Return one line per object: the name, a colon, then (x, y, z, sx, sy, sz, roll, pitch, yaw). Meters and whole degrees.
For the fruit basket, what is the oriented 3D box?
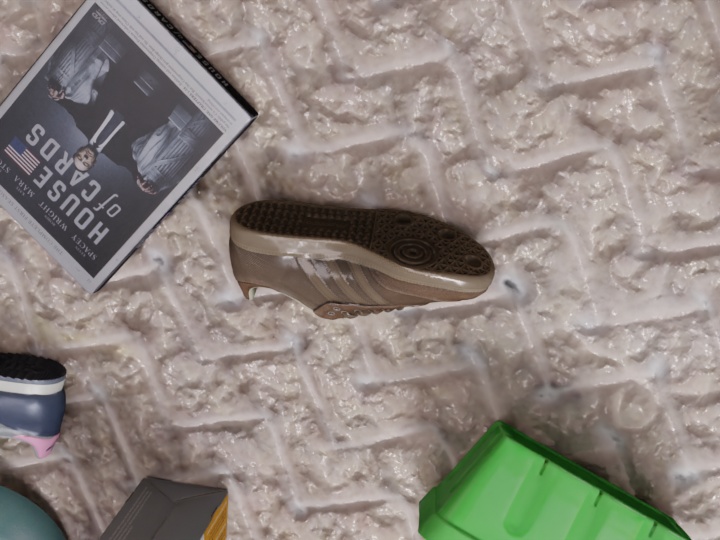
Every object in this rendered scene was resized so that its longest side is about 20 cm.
fruit basket: (0.124, 0.239, 0.917, 0.213, 0.156, 0.218, 0, 91, 3)

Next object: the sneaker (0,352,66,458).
sneaker: (-0.337, 0.108, 1.002, 0.198, 0.070, 0.083, 7, 106, 8)

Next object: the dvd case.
dvd case: (-0.194, -0.101, 0.939, 0.150, 0.025, 0.200, 45, 109, -3)

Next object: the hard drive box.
hard drive box: (-0.164, 0.292, 0.979, 0.076, 0.156, 0.202, 8, 109, 8)

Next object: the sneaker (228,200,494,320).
sneaker: (0.000, 0.000, 0.915, 0.198, 0.071, 0.076, 12, 127, 12)

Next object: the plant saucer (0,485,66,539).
plant saucer: (-0.341, 0.270, 1.039, 0.198, 0.036, 0.202, -3, 111, -7)
